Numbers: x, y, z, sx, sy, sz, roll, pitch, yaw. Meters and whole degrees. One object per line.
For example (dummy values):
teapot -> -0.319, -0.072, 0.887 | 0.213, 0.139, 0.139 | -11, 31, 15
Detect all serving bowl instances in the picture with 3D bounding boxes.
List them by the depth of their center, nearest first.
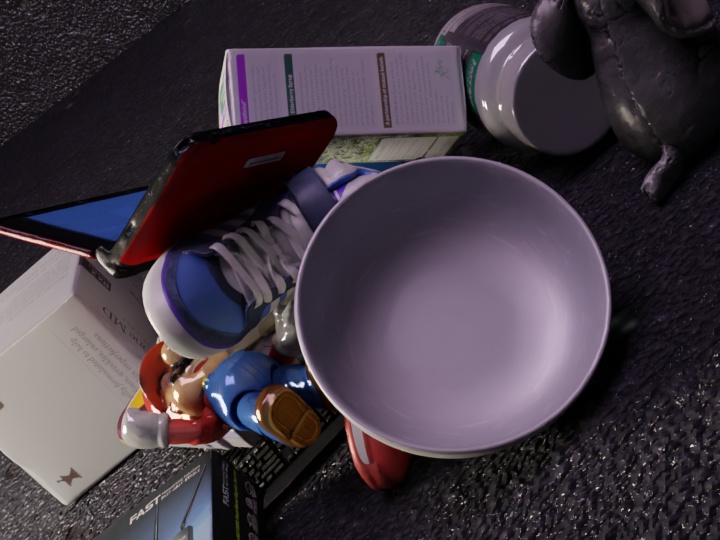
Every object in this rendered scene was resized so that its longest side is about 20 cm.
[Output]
serving bowl -> 0.058, 0.029, 0.803 | 0.200, 0.199, 0.066 | -49, -18, -16

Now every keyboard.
keyboard -> -0.096, 0.163, 0.985 | 0.200, 0.021, 0.127 | -44, 22, -6

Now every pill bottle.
pill bottle -> 0.138, -0.164, 1.060 | 0.113, 0.113, 0.200 | -42, 21, 0

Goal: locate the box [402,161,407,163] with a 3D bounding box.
box -> -0.024, -0.014, 1.167 | 0.199, 0.036, 0.143 | -34, 23, 24

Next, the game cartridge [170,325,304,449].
game cartridge -> -0.126, 0.094, 1.078 | 0.199, 0.038, 0.130 | -9, 40, 52

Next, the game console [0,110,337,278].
game console -> -0.140, -0.073, 0.921 | 0.173, 0.119, 0.200 | -54, -15, 28

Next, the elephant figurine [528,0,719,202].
elephant figurine -> 0.190, -0.186, 0.893 | 0.141, 0.200, 0.155 | -38, 22, 9

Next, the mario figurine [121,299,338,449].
mario figurine -> -0.102, 0.076, 0.901 | 0.199, 0.123, 0.107 | -6, 85, 48

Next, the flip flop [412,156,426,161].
flip flop -> 0.096, -0.048, 0.981 | 0.057, 0.082, 0.200 | -28, 21, -12

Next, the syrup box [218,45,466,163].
syrup box -> -0.017, -0.138, 1.045 | 0.079, 0.198, 0.082 | 130, 137, -73

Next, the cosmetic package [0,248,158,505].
cosmetic package -> -0.284, 0.088, 1.250 | 0.165, 0.165, 0.200 | -39, 23, 8

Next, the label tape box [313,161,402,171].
label tape box -> -0.048, -0.094, 1.153 | 0.142, 0.067, 0.200 | -21, 11, -19

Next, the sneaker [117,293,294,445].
sneaker -> -0.146, 0.052, 1.028 | 0.200, 0.090, 0.075 | -48, 26, -5

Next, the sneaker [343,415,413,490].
sneaker -> 0.058, 0.052, 0.854 | 0.114, 0.078, 0.202 | -6, 60, 24

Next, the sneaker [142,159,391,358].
sneaker -> -0.051, -0.023, 0.852 | 0.146, 0.081, 0.200 | -35, 1, 25

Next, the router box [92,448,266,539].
router box -> -0.153, 0.240, 0.867 | 0.199, 0.062, 0.150 | -38, 27, 14
